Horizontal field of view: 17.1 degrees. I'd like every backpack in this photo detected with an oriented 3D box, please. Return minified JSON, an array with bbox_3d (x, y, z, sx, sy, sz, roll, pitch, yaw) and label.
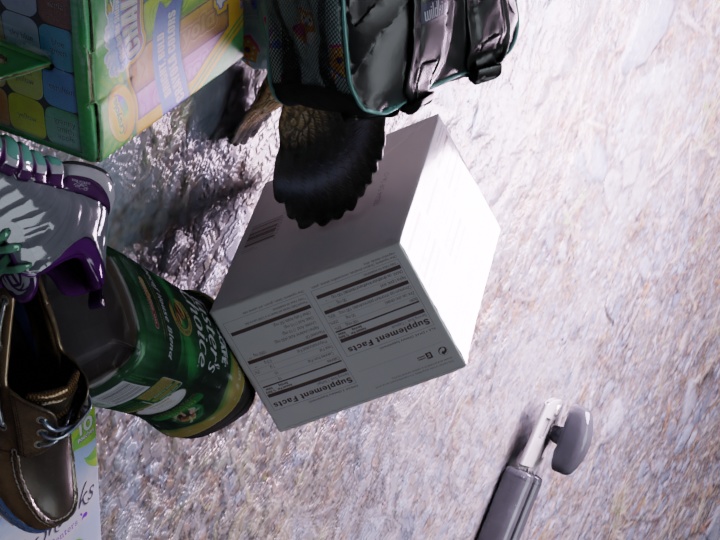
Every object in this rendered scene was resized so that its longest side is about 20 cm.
[{"bbox_3d":[0.002,-0.214,1.503,0.176,0.153,0.201,-25,122,-40],"label":"backpack"}]

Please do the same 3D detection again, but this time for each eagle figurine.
[{"bbox_3d":[-0.045,-0.154,1.690,0.152,0.151,0.200,-59,144,-41],"label":"eagle figurine"}]

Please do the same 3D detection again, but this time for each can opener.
[{"bbox_3d":[0.179,0.228,2.469,0.053,0.067,0.201,24,87,-64],"label":"can opener"}]

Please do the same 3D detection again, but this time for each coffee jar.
[{"bbox_3d":[-0.148,0.053,1.659,0.085,0.105,0.200,-29,159,13],"label":"coffee jar"}]

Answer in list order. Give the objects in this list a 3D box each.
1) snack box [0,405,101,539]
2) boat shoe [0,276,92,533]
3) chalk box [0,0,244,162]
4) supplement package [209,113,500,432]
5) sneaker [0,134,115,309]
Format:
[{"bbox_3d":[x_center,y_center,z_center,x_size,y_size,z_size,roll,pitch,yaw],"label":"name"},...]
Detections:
[{"bbox_3d":[-0.240,0.198,1.650,0.142,0.053,0.200,-42,143,-45],"label":"snack box"},{"bbox_3d":[-0.214,0.082,1.527,0.072,0.072,0.201,-42,125,-45],"label":"boat shoe"},{"bbox_3d":[-0.175,-0.153,1.433,0.200,0.124,0.124,-41,143,-42],"label":"chalk box"},{"bbox_3d":[0.000,0.000,1.745,0.111,0.155,0.200,60,23,-21],"label":"supplement package"},{"bbox_3d":[-0.220,-0.030,1.428,0.200,0.074,0.088,12,65,-47],"label":"sneaker"}]
